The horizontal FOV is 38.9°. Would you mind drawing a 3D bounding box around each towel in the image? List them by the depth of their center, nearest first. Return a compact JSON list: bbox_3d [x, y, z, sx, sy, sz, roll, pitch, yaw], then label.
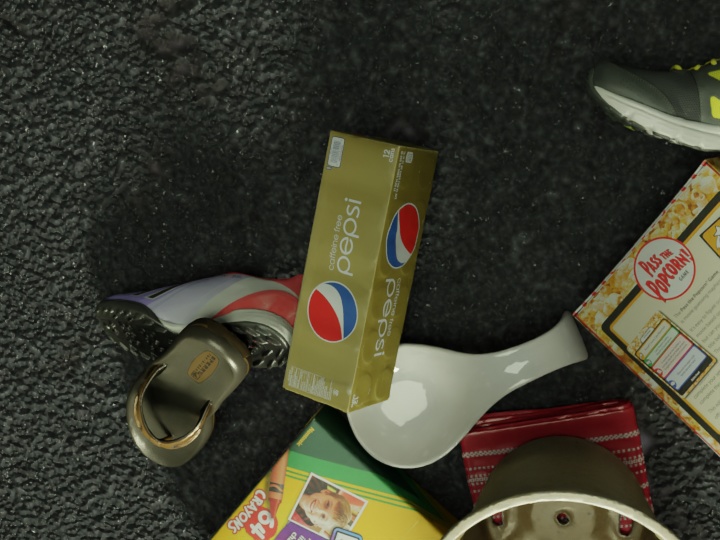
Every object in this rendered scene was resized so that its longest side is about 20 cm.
[{"bbox_3d":[0.167,0.206,0.830,0.143,0.022,0.203,-10,101,15],"label":"towel"}]

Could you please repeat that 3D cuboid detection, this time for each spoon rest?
[{"bbox_3d":[0.078,0.088,0.800,0.198,0.061,0.100,-25,87,15],"label":"spoon rest"}]

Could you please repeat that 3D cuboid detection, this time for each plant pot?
[{"bbox_3d":[0.145,0.214,0.727,0.198,0.184,0.203,2,102,11],"label":"plant pot"}]

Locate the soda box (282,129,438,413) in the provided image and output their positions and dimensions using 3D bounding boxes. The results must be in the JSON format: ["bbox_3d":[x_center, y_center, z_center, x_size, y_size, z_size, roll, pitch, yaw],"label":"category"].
[{"bbox_3d":[0.000,0.000,0.777,0.063,0.067,0.203,17,100,29],"label":"soda box"}]

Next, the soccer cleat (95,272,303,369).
[{"bbox_3d":[-0.130,0.035,0.844,0.198,0.074,0.069,1,134,29],"label":"soccer cleat"}]

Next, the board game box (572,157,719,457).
[{"bbox_3d":[0.272,0.044,0.714,0.200,0.046,0.152,46,118,18],"label":"board game box"}]

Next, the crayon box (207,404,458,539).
[{"bbox_3d":[-0.032,0.246,0.856,0.172,0.058,0.200,41,102,2],"label":"crayon box"}]

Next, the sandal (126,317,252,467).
[{"bbox_3d":[-0.147,0.112,0.828,0.081,0.055,0.200,36,137,-8],"label":"sandal"}]

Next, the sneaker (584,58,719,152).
[{"bbox_3d":[0.256,-0.124,0.713,0.197,0.075,0.086,15,100,0],"label":"sneaker"}]
